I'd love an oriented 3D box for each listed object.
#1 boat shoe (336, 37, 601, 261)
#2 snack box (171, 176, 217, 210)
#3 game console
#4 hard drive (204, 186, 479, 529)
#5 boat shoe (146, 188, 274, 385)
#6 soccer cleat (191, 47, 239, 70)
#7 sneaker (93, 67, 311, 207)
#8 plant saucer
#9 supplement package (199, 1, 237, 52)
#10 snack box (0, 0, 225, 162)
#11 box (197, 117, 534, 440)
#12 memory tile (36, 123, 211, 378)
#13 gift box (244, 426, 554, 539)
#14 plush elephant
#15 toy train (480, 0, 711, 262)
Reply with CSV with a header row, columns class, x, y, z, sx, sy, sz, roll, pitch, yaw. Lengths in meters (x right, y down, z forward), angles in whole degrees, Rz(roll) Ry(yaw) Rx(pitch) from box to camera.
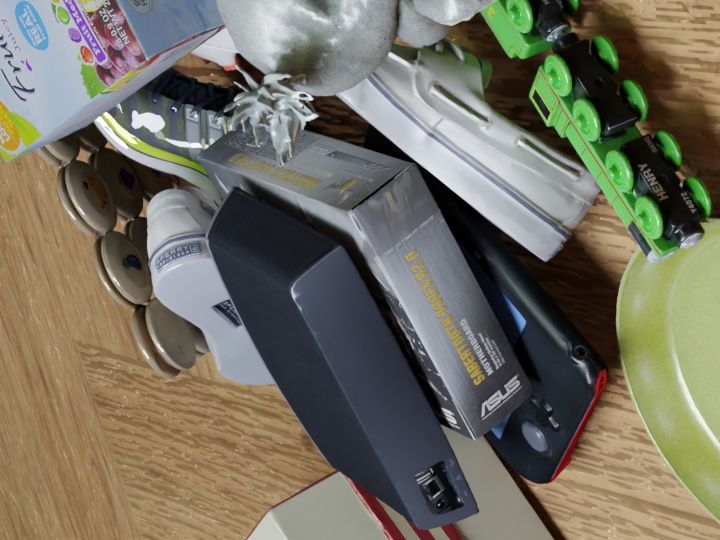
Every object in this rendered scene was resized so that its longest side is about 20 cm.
class,x,y,z,sx,sy,sz,roll,pitch,yaw
boat shoe,0.043,-0.089,1.186,0.200,0.066,0.072,39,-176,-6
snack box,-0.072,-0.016,1.500,0.200,0.024,0.072,47,147,22
game console,0.061,0.022,1.294,0.200,0.031,0.177,50,163,16
hard drive,-0.014,0.054,1.266,0.135,0.042,0.200,30,152,53
boat shoe,-0.082,0.009,1.405,0.200,0.071,0.070,46,-156,-58
soccer cleat,-0.139,-0.174,1.427,0.199,0.069,0.078,9,140,44
sneaker,-0.084,-0.092,1.386,0.200,0.074,0.081,33,134,-11
plant saucer,0.213,0.059,1.147,0.200,0.031,0.201,35,140,35
supplement package,-0.063,-0.234,1.229,0.117,0.117,0.201,14,125,49
snack box,-0.176,-0.171,1.262,0.200,0.068,0.169,-26,92,57
box,0.000,0.000,1.281,0.200,0.048,0.159,23,147,59
memory tile,-0.144,-0.034,1.447,0.017,0.153,0.201,-26,93,20
gift box,0.028,0.216,1.390,0.187,0.184,0.200,56,154,12
plush elephant,-0.007,-0.168,1.065,0.164,0.201,0.155,22,132,-18
toy train,0.113,-0.088,1.141,0.201,0.042,0.056,60,159,20
